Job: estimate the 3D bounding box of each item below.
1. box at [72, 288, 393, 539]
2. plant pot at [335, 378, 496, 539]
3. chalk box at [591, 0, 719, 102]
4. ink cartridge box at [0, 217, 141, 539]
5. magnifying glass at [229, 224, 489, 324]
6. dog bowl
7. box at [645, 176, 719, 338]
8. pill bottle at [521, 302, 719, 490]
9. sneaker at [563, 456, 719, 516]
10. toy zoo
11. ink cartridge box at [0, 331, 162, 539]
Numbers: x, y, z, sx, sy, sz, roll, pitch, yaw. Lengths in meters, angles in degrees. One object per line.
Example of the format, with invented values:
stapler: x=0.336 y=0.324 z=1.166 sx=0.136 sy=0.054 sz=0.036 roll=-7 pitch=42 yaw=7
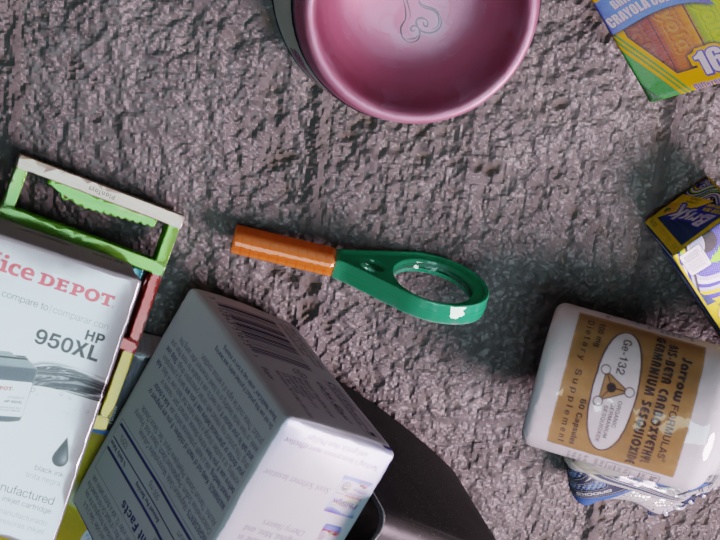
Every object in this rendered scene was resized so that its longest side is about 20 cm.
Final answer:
box: x=-0.098 y=0.152 z=1.192 sx=0.104 sy=0.184 sz=0.201 roll=22 pitch=106 yaw=-36
plant pot: x=-0.004 y=0.224 z=1.274 sx=0.176 sy=0.200 sz=0.201 roll=23 pitch=111 yaw=-34
chalk box: x=0.215 y=-0.238 z=1.092 sx=0.124 sy=0.124 sz=0.201 roll=-13 pitch=126 yaw=40
ink cartridge box: x=-0.253 y=0.072 z=1.142 sx=0.143 sy=0.084 sz=0.202 roll=18 pitch=93 yaw=-16
magnifying glass: x=0.000 y=0.000 z=1.232 sx=0.198 sy=0.080 sz=0.023 roll=15 pitch=117 yaw=-5
dog bowl: x=0.038 y=-0.193 z=1.138 sx=0.197 sy=0.074 sz=0.202 roll=-3 pitch=116 yaw=-7
box: x=0.306 y=0.028 z=1.289 sx=0.064 sy=0.070 sz=0.201 roll=-35 pitch=116 yaw=6
pill bottle: x=0.232 y=0.105 z=1.255 sx=0.198 sy=0.114 sz=0.116 roll=15 pitch=114 yaw=8
sneaker: x=0.262 y=0.157 z=1.353 sx=0.197 sy=0.077 sz=0.086 roll=-1 pitch=126 yaw=-1
toy zoo: x=-0.224 y=0.031 z=1.198 sx=0.130 sy=0.020 sz=0.202 roll=20 pitch=93 yaw=-16
ink cartridge box: x=-0.269 y=0.122 z=1.258 sx=0.198 sy=0.047 sz=0.199 roll=13 pitch=112 yaw=-17
